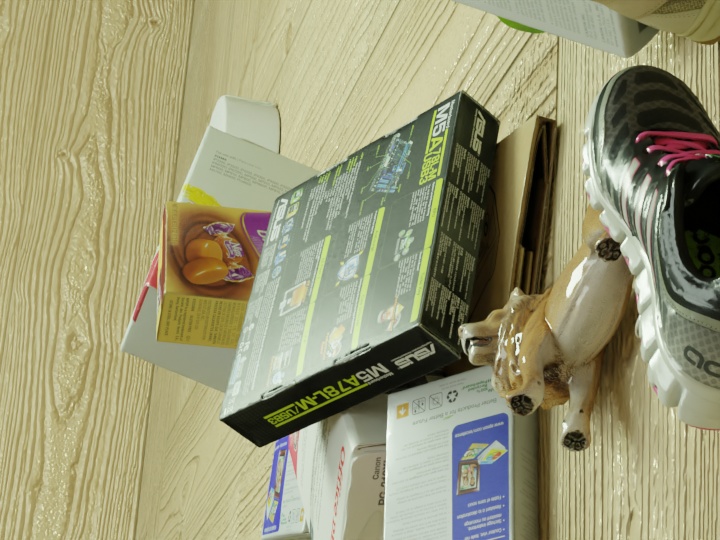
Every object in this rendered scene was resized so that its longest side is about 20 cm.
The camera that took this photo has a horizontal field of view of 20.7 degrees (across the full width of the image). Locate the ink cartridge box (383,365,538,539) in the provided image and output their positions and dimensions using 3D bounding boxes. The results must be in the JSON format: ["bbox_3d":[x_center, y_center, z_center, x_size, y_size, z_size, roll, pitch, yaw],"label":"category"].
[{"bbox_3d":[0.059,0.156,1.167,0.094,0.037,0.202,-19,51,31],"label":"ink cartridge box"}]

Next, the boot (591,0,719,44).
[{"bbox_3d":[0.130,-0.204,0.924,0.073,0.154,0.201,-93,17,-44],"label":"boot"}]

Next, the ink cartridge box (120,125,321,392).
[{"bbox_3d":[-0.128,-0.007,1.937,0.146,0.143,0.201,119,170,-57],"label":"ink cartridge box"}]

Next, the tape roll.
[{"bbox_3d":[-0.153,-0.108,2.402,0.202,0.070,0.205,-171,90,-79],"label":"tape roll"}]

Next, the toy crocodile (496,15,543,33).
[{"bbox_3d":[0.132,-0.197,1.140,0.200,0.061,0.068,132,145,-68],"label":"toy crocodile"}]

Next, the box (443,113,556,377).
[{"bbox_3d":[0.084,-0.003,1.318,0.200,0.021,0.165,145,133,-75],"label":"box"}]

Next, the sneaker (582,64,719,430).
[{"bbox_3d":[0.155,-0.030,0.887,0.088,0.073,0.201,112,158,-46],"label":"sneaker"}]

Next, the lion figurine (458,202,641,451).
[{"bbox_3d":[0.122,0.011,1.049,0.200,0.072,0.123,-54,13,36],"label":"lion figurine"}]

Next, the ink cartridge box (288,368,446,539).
[{"bbox_3d":[0.009,0.122,1.358,0.201,0.083,0.146,-110,22,-57],"label":"ink cartridge box"}]

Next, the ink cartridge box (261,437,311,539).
[{"bbox_3d":[-0.042,0.140,1.749,0.198,0.043,0.202,144,133,-74],"label":"ink cartridge box"}]

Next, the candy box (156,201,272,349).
[{"bbox_3d":[-0.060,0.009,1.557,0.117,0.198,0.057,-96,16,-50],"label":"candy box"}]

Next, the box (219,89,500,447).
[{"bbox_3d":[0.000,0.000,1.305,0.192,0.047,0.201,-26,39,37],"label":"box"}]

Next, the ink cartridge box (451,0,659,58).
[{"bbox_3d":[0.067,-0.214,1.068,0.199,0.057,0.163,28,150,39],"label":"ink cartridge box"}]
